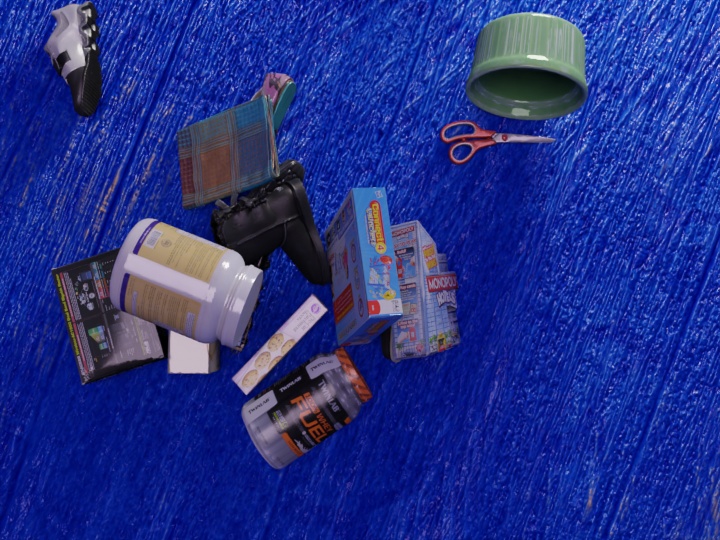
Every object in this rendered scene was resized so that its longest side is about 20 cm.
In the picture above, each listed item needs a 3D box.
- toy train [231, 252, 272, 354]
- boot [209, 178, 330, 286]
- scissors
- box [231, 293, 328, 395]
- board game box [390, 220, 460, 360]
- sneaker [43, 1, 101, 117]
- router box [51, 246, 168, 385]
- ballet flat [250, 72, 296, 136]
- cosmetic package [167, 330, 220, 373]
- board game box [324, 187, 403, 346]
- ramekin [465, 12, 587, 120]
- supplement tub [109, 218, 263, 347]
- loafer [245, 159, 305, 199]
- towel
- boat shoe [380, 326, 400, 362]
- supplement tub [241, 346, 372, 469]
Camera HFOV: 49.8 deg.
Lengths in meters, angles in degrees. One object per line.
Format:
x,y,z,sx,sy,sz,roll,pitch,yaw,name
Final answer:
-0.186,0.043,1.318,0.033,0.046,0.205,16,87,2,toy train
-0.147,-0.041,1.268,0.160,0.073,0.202,-25,113,-18,boot
0.237,-0.236,1.344,0.195,0.014,0.075,-13,85,2,scissors
-0.136,0.125,1.316,0.041,0.039,0.200,44,88,2,box
0.105,0.026,1.238,0.060,0.199,0.205,-10,88,29,board game box
-0.497,-0.358,1.335,0.086,0.074,0.205,-5,77,0,sneaker
-0.418,0.073,1.311,0.146,0.062,0.205,-16,87,-1,router box
-0.173,-0.244,1.330,0.070,0.069,0.204,18,85,19,ballet flat
-0.273,0.066,1.290,0.071,0.104,0.206,0,88,0,cosmetic package
0.000,0.000,1.223,0.054,0.200,0.201,-4,75,-16,board game box
0.273,-0.331,1.263,0.195,0.200,0.100,8,79,1,ramekin
-0.259,0.022,1.169,0.196,0.145,0.149,21,87,0,supplement tub
-0.172,-0.109,1.312,0.202,0.070,0.068,-51,128,1,loafer
-0.225,-0.195,1.295,0.196,0.022,0.151,-14,76,26,towel
0.055,0.050,1.309,0.062,0.073,0.207,5,95,30,boat shoe
-0.085,0.220,1.269,0.198,0.123,0.124,-34,87,-1,supplement tub
